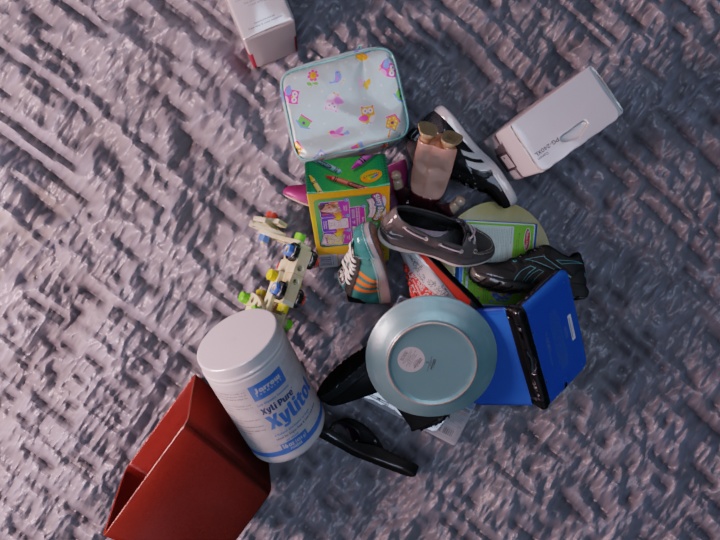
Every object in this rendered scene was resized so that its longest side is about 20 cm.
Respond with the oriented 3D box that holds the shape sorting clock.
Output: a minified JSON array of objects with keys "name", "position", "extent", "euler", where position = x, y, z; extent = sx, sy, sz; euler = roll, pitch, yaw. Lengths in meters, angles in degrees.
[{"name":"shape sorting clock","position":[0.220,-0.012,1.045],"extent":[0.196,0.039,0.204],"euler":[-1,97,-5]}]

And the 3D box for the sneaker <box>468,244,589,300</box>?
[{"name":"sneaker","position":[0.265,0.000,1.004],"extent":[0.196,0.075,0.081],"euler":[7,83,-12]}]

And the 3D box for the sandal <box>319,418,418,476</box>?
[{"name":"sandal","position":[0.006,0.282,1.047],"extent":[0.198,0.075,0.049],"euler":[26,66,-10]}]

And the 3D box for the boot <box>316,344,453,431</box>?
[{"name":"boot","position":[0.049,0.193,1.013],"extent":[0.197,0.074,0.163],"euler":[-39,106,16]}]

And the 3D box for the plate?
[{"name":"plate","position":[0.105,0.134,0.938],"extent":[0.196,0.026,0.204],"euler":[1,111,2]}]

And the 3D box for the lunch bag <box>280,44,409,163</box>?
[{"name":"lunch bag","position":[-0.023,-0.263,1.007],"extent":[0.197,0.077,0.163],"euler":[-14,92,-1]}]

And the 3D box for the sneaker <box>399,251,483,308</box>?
[{"name":"sneaker","position":[0.094,0.034,0.994],"extent":[0.108,0.067,0.201],"euler":[-42,101,15]}]

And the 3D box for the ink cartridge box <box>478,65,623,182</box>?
[{"name":"ink cartridge box","position":[0.276,-0.212,0.957],"extent":[0.144,0.200,0.084],"euler":[-36,94,0]}]

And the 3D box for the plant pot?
[{"name":"plant pot","position":[-0.248,0.319,0.980],"extent":[0.175,0.200,0.201],"euler":[37,91,-15]}]

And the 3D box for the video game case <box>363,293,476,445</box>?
[{"name":"video game case","position":[0.111,0.165,1.060],"extent":[0.198,0.024,0.184],"euler":[27,91,-2]}]

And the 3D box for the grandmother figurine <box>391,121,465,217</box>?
[{"name":"grandmother figurine","position":[0.104,-0.121,0.985],"extent":[0.120,0.061,0.202],"euler":[29,131,17]}]

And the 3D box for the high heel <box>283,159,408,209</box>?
[{"name":"high heel","position":[-0.021,-0.142,1.013],"extent":[0.196,0.067,0.098],"euler":[8,102,-7]}]

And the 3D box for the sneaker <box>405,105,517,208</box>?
[{"name":"sneaker","position":[0.150,-0.154,1.023],"extent":[0.112,0.073,0.201],"euler":[-40,82,4]}]

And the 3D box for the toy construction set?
[{"name":"toy construction set","position":[-0.135,0.008,1.005],"extent":[0.091,0.130,0.204],"euler":[8,87,-33]}]

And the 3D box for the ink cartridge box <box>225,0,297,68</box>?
[{"name":"ink cartridge box","position":[-0.169,-0.431,0.958],"extent":[0.085,0.148,0.203],"euler":[-24,92,-2]}]

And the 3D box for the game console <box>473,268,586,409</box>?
[{"name":"game console","position":[0.245,0.108,0.994],"extent":[0.170,0.118,0.202],"euler":[-37,123,-23]}]

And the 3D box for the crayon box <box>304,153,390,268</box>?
[{"name":"crayon box","position":[-0.015,-0.083,0.957],"extent":[0.117,0.201,0.059],"euler":[-6,59,-2]}]

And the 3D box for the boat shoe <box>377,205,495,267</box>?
[{"name":"boat shoe","position":[0.122,-0.052,0.931],"extent":[0.197,0.057,0.068],"euler":[8,51,-22]}]

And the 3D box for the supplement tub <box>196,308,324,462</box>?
[{"name":"supplement tub","position":[-0.143,0.174,0.945],"extent":[0.130,0.132,0.202],"euler":[-23,123,-1]}]

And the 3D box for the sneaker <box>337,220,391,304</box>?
[{"name":"sneaker","position":[0.000,0.000,0.970],"extent":[0.078,0.201,0.072],"euler":[-10,58,3]}]
